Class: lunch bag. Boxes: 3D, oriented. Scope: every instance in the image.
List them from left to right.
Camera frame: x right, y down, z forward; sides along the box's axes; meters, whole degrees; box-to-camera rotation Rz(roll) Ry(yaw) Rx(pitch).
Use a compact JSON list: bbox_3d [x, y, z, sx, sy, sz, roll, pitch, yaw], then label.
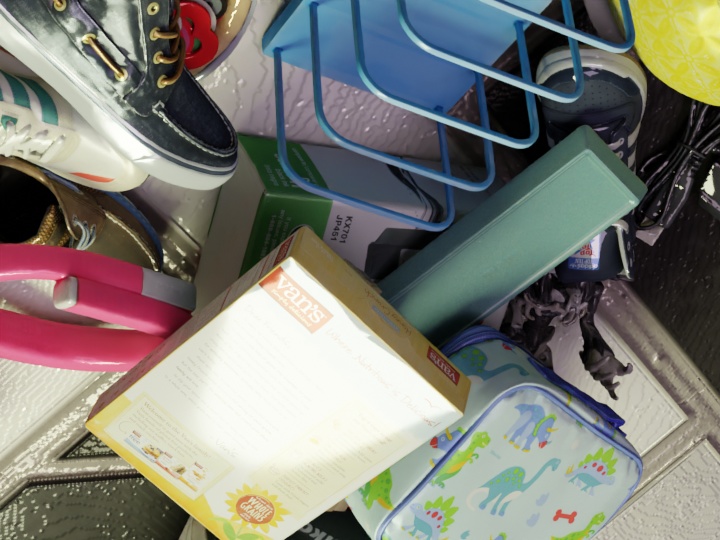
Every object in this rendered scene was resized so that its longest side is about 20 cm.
[{"bbox_3d":[0.090,0.133,1.170,0.161,0.082,0.200,-48,138,8],"label":"lunch bag"}]

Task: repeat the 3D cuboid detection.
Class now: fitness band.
[{"bbox_3d":[-0.188,0.028,1.092,0.143,0.038,0.200,-15,157,36],"label":"fitness band"}]

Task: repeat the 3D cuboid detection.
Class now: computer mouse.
[{"bbox_3d":[0.302,-0.053,1.287,0.200,0.053,0.139,21,109,-30],"label":"computer mouse"}]

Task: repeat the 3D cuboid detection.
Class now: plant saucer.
[{"bbox_3d":[0.086,-0.009,1.120,0.200,0.019,0.070,-37,122,19],"label":"plant saucer"}]

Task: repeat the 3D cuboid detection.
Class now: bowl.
[{"bbox_3d":[0.203,-0.191,1.116,0.107,0.200,0.200,-10,132,30],"label":"bowl"}]

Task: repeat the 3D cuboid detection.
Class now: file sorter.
[{"bbox_3d":[0.049,-0.134,1.051,0.138,0.123,0.200,17,139,-27],"label":"file sorter"}]

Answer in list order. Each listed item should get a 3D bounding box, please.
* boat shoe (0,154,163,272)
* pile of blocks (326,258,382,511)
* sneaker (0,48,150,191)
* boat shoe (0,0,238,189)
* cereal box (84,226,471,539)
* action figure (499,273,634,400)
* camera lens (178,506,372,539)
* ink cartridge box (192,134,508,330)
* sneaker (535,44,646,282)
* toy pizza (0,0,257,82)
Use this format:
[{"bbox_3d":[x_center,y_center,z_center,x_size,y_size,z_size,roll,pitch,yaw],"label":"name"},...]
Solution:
[{"bbox_3d":[-0.202,-0.030,1.092,0.200,0.072,0.072,32,105,-32],"label":"boat shoe"},{"bbox_3d":[-0.020,0.066,1.132,0.082,0.062,0.200,-14,133,-32],"label":"pile of blocks"},{"bbox_3d":[-0.215,-0.085,1.004,0.199,0.094,0.070,32,132,-17],"label":"sneaker"},{"bbox_3d":[-0.123,-0.126,0.986,0.091,0.071,0.200,-34,125,28],"label":"boat shoe"},{"bbox_3d":[-0.051,0.080,1.063,0.144,0.040,0.200,43,122,-15],"label":"cereal box"},{"bbox_3d":[0.134,0.057,1.259,0.118,0.102,0.200,4,120,-20],"label":"action figure"},{"bbox_3d":[-0.065,0.240,1.227,0.160,0.160,0.200,6,136,-24],"label":"camera lens"},{"bbox_3d":[0.000,0.000,1.182,0.199,0.083,0.147,4,118,-24],"label":"ink cartridge box"},{"bbox_3d":[0.148,-0.060,1.138,0.070,0.109,0.200,2,159,9],"label":"sneaker"},{"bbox_3d":[-0.157,-0.166,1.018,0.199,0.032,0.201,-3,134,-3],"label":"toy pizza"}]
